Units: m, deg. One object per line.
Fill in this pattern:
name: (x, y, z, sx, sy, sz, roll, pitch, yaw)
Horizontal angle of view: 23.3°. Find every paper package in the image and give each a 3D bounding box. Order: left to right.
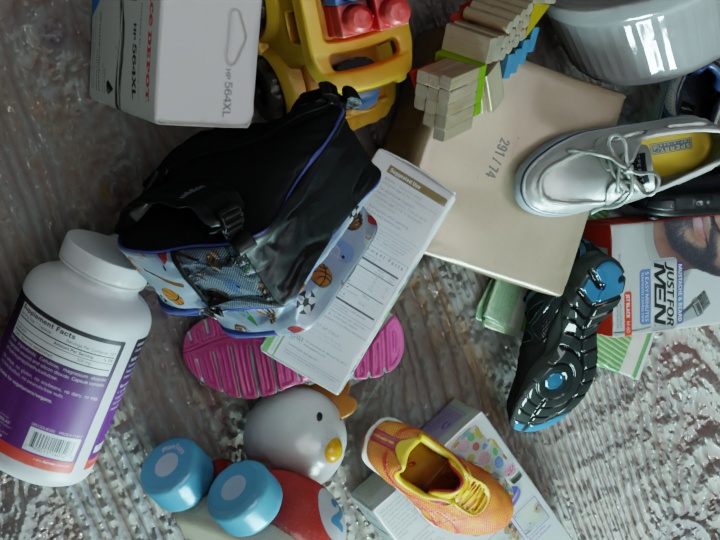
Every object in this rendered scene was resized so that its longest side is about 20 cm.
paper package: (0.120, -0.099, 1.604, 0.190, 0.103, 0.201, 17, 91, -20)

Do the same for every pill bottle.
pill bottle: (-0.246, 0.072, 1.460, 0.112, 0.112, 0.201, 18, 104, -26)

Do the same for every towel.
towel: (0.220, 0.011, 1.729, 0.199, 0.023, 0.153, 21, 90, -25)

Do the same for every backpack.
backpack: (-0.092, -0.040, 1.395, 0.200, 0.190, 0.155, -52, 130, -39)

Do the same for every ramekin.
ramekin: (0.267, -0.251, 1.606, 0.202, 0.202, 0.095, -31, 122, -16)

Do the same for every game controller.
game controller: (0.344, -0.079, 1.719, 0.199, 0.104, 0.042, -4, 102, -23)

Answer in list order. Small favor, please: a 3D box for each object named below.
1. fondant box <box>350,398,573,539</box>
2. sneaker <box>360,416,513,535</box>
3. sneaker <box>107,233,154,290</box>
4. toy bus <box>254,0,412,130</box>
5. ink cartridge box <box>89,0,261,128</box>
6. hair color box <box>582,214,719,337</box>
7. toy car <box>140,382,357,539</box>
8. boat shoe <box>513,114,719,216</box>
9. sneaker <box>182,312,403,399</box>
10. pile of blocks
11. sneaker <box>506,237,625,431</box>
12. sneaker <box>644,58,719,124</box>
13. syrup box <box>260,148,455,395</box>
fondant box: (0.105, 0.248, 1.703, 0.144, 0.058, 0.200, -41, 115, -12)
sneaker: (0.080, 0.202, 1.603, 0.200, 0.077, 0.073, 32, 85, -41)
sneaker: (-0.144, -0.046, 1.533, 0.199, 0.087, 0.075, -15, 151, -6)
toy bus: (-0.013, -0.205, 1.485, 0.135, 0.192, 0.201, -18, 109, -22)
ink cartridge box: (-0.154, -0.200, 1.416, 0.084, 0.200, 0.147, 0, 100, -24)
hair color box: (0.312, -0.001, 1.719, 0.199, 0.064, 0.112, -7, 98, -28)
toy car: (-0.058, 0.175, 1.562, 0.201, 0.176, 0.185, -57, 132, -21)
boat shoe: (0.239, -0.090, 1.545, 0.201, 0.086, 0.075, -12, 101, -13)
sneaker: (-0.061, 0.070, 1.581, 0.198, 0.088, 0.082, -1, 93, -1)
pile of blocks: (0.099, -0.191, 1.506, 0.200, 0.062, 0.082, -50, 148, -30)
sneaker: (0.189, 0.061, 1.676, 0.073, 0.082, 0.201, 9, 114, -34)
sneaker: (0.324, -0.187, 1.667, 0.077, 0.085, 0.201, 16, 65, -13)
syrup box: (0.000, 0.000, 1.493, 0.081, 0.079, 0.201, 30, 92, 1)
